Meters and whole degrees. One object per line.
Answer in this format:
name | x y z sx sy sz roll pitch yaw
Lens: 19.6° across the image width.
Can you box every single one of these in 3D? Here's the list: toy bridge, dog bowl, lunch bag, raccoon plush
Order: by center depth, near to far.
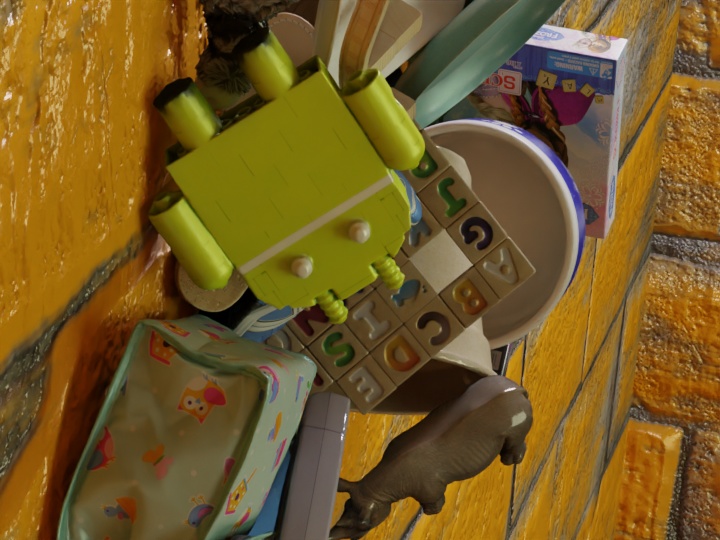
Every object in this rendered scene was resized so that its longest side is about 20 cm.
lunch bag | -0.116 0.139 1.356 0.170 0.121 0.202 6 104 -81
raccoon plush | -0.080 -0.223 1.365 0.200 0.096 0.135 -54 -159 44
toy bridge | 0.013 -0.151 1.374 0.067 0.027 0.201 -47 159 -28
dog bowl | 0.098 -0.034 1.845 0.079 0.198 0.202 -29 129 -74

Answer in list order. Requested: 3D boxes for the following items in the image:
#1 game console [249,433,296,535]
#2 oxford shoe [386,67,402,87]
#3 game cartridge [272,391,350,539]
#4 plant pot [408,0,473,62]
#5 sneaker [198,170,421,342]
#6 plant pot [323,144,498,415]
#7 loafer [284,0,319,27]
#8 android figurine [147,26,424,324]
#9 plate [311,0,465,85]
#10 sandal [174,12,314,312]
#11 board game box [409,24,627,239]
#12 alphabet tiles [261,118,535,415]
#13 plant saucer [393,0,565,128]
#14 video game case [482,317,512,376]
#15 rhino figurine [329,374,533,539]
game console | -0.070 0.214 1.558 0.201 0.115 0.177 74 -8 -58
oxford shoe | 0.004 -0.155 1.714 0.200 0.071 0.072 58 18 -68
game cartridge | -0.044 0.192 1.459 0.134 0.040 0.201 111 -9 -51
plant pot | 0.064 -0.261 1.638 0.190 0.198 0.201 96 12 -62
sneaker | -0.037 0.000 1.469 0.077 0.200 0.076 37 16 -33
plant pot | 0.019 0.001 1.649 0.201 0.198 0.185 57 36 -68
loafer | -0.042 -0.131 1.521 0.076 0.067 0.201 86 23 -51
android figurine | -0.045 -0.055 1.365 0.201 0.181 0.041 57 8 -23
plate | 0.027 -0.216 1.403 0.199 0.032 0.201 -43 156 -42
sandal | -0.065 -0.071 1.408 0.070 0.077 0.214 -167 -83 -75
board game box | 0.143 -0.137 1.938 0.041 0.198 0.201 -59 154 -47
alphabet tiles | 0.000 0.000 1.514 0.200 0.168 0.008 -40 -173 4
plant saucer | 0.089 -0.173 1.563 0.200 0.027 0.200 -41 173 -6
video game case | 0.087 -0.011 1.926 0.019 0.141 0.202 43 60 -70
rhino figurine | 0.049 0.146 1.565 0.199 0.060 0.088 -32 158 -7
